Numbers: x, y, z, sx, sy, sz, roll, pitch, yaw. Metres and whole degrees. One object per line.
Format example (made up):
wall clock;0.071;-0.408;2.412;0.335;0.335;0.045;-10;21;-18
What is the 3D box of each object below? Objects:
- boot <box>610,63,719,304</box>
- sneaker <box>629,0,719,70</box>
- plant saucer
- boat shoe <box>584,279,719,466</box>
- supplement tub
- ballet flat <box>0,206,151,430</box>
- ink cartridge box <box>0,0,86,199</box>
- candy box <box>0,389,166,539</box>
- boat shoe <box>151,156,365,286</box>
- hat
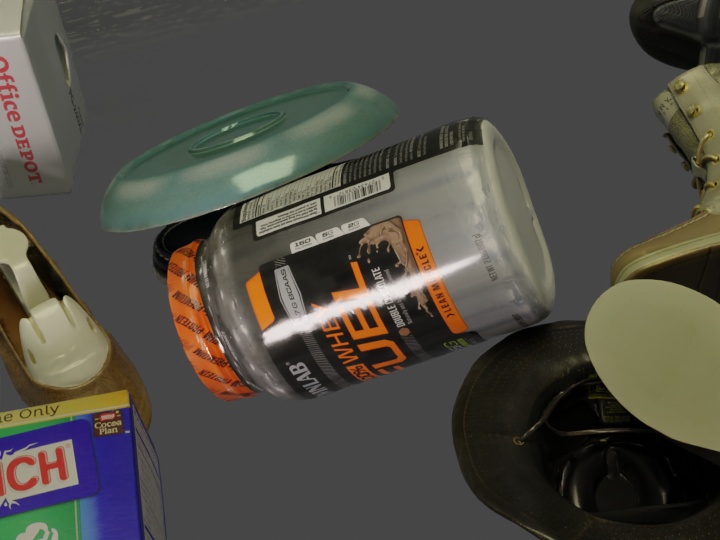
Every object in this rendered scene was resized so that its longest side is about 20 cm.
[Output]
boot;0.216;-0.052;0.969;0.200;0.072;0.155;-18;50;-15
sneaker;0.267;-0.202;1.099;0.200;0.075;0.116;-7;43;-12
plant saucer;-0.073;-0.077;0.982;0.200;0.027;0.200;-20;14;5
boat shoe;0.196;0.068;0.775;0.200;0.063;0.071;31;93;39
supplement tub;0.000;0.000;0.897;0.200;0.123;0.123;-20;47;15
ballet flat;-0.191;0.027;0.951;0.068;0.072;0.200;-26;52;-16
ink cartridge box;-0.296;-0.119;1.041;0.200;0.145;0.083;-5;48;3
candy box;-0.187;0.172;0.823;0.169;0.077;0.200;-11;48;-2
boat shoe;-0.037;-0.036;0.993;0.200;0.060;0.076;-13;49;-4
hat;0.137;0.112;0.832;0.200;0.081;0.201;1;34;-1
